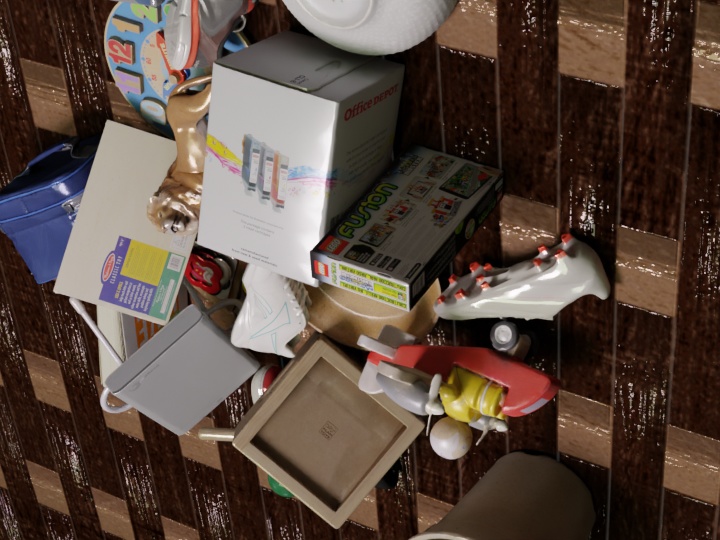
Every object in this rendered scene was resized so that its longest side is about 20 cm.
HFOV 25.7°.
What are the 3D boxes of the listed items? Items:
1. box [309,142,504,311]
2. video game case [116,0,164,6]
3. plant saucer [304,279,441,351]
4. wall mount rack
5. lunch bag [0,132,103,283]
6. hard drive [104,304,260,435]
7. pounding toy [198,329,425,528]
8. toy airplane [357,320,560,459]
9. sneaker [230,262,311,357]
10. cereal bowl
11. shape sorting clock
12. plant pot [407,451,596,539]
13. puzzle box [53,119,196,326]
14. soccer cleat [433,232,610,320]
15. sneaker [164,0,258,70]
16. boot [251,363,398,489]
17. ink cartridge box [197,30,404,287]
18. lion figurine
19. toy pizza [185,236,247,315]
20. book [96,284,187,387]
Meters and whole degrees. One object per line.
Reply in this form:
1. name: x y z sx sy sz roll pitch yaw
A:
1. box: 0.049 -0.046 1.537 0.110 0.200 0.035 19 135 24
2. video game case: -0.288 -0.378 1.620 0.182 0.022 0.200 14 124 28
3. plant saucer: 0.000 0.000 1.725 0.200 0.035 0.201 14 132 17
4. wall mount rack: -0.238 0.065 1.809 0.075 0.200 0.174 45 165 34
5. lunch bag: -0.331 -0.084 1.840 0.200 0.136 0.132 -16 115 43
6. hard drive: -0.200 0.118 1.812 0.026 0.132 0.200 48 179 24
7. pounding toy: -0.062 0.184 1.824 0.184 0.200 0.142 40 -177 -4
8. toy airplane: 0.086 0.127 1.661 0.200 0.141 0.199 7 171 -18
9. sneaker: -0.088 0.021 1.723 0.080 0.071 0.200 20 140 6
10. cereal bowl: -0.010 -0.284 1.464 0.200 0.083 0.200 21 135 23
11. shape sorting clock: -0.190 -0.213 1.695 0.200 0.039 0.200 21 135 22
12. plant pot: 0.167 0.309 1.767 0.200 0.184 0.201 20 135 22
13. puzzle box: -0.246 -0.052 1.740 0.133 0.200 0.025 18 178 -7
14. soccer cleat: 0.161 0.025 1.612 0.200 0.069 0.078 -20 116 39
15. sneaker: -0.140 -0.294 1.577 0.077 0.082 0.200 -117 37 -50
16. boot: -0.035 0.188 1.908 0.144 0.072 0.200 -8 125 39
17. ink cartridge box: -0.059 -0.116 1.567 0.144 0.145 0.200 20 119 21
18. lion figurine: -0.172 -0.132 1.674 0.122 0.072 0.200 5 106 20
19. toy pizza: -0.134 -0.015 1.807 0.200 0.032 0.200 13 132 15
20. book: -0.259 0.040 1.896 0.048 0.134 0.200 25 137 22
